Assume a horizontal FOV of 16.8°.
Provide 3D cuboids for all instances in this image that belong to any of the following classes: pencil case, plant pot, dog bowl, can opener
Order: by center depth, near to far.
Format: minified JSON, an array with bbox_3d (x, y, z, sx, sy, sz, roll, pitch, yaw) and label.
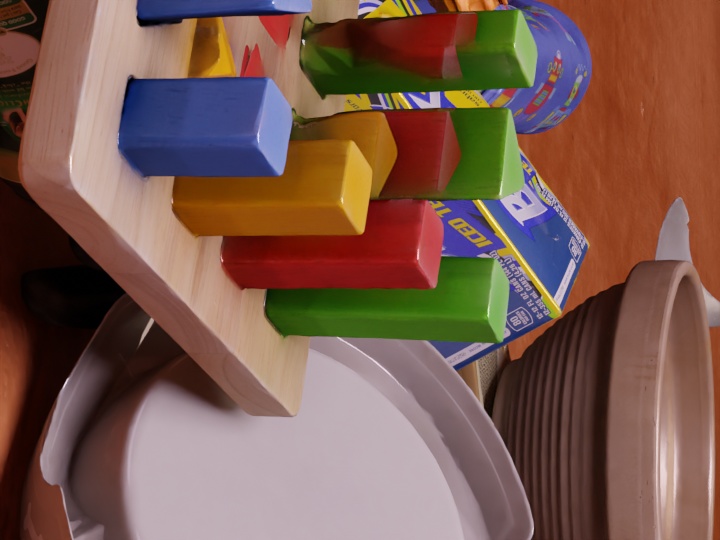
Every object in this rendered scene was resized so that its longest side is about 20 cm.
[{"bbox_3d":[-0.031,0.096,0.866,0.199,0.059,0.201,20,51,-26],"label":"dog bowl"},{"bbox_3d":[-0.074,-0.004,0.931,0.064,0.078,0.200,-57,168,19],"label":"can opener"},{"bbox_3d":[0.117,0.096,1.196,0.201,0.092,0.203,-1,90,-74],"label":"plant pot"},{"bbox_3d":[0.064,-0.116,1.316,0.078,0.086,0.200,-63,164,9],"label":"pencil case"}]

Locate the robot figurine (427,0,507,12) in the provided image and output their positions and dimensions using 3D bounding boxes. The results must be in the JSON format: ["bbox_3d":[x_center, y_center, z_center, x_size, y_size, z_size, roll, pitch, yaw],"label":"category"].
[{"bbox_3d":[0.022,-0.188,1.123,0.200,0.058,0.146,-112,177,-64],"label":"robot figurine"}]

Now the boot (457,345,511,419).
[{"bbox_3d":[0.049,0.045,1.257,0.156,0.072,0.202,61,24,-61],"label":"boot"}]

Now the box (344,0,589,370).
[{"bbox_3d":[0.009,-0.058,1.025,0.200,0.070,0.064,52,31,-14],"label":"box"}]

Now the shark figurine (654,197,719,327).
[{"bbox_3d":[0.107,0.054,1.387,0.128,0.215,0.090,-12,57,-44],"label":"shark figurine"}]

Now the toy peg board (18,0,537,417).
[{"bbox_3d":[-0.009,-0.079,0.784,0.199,0.097,0.202,53,41,-61],"label":"toy peg board"}]

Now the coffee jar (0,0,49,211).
[{"bbox_3d":[-0.107,-0.104,0.778,0.200,0.085,0.105,60,33,-55],"label":"coffee jar"}]

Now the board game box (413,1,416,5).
[{"bbox_3d":[0.008,-0.097,1.105,0.201,0.019,0.103,55,27,-14],"label":"board game box"}]
